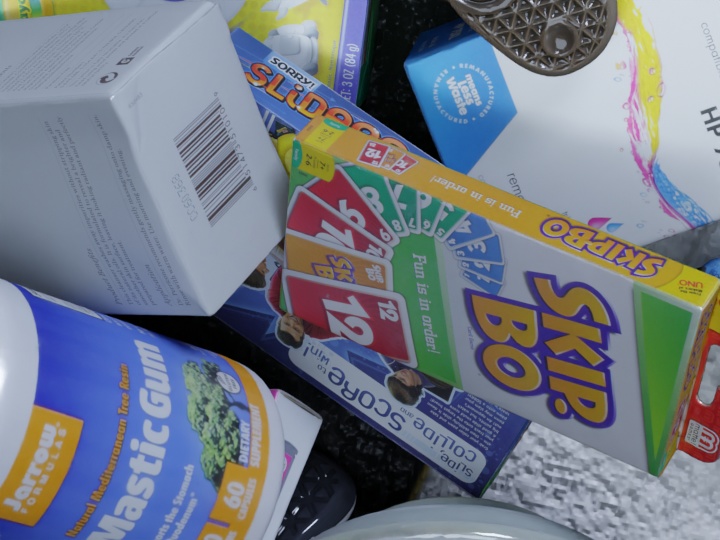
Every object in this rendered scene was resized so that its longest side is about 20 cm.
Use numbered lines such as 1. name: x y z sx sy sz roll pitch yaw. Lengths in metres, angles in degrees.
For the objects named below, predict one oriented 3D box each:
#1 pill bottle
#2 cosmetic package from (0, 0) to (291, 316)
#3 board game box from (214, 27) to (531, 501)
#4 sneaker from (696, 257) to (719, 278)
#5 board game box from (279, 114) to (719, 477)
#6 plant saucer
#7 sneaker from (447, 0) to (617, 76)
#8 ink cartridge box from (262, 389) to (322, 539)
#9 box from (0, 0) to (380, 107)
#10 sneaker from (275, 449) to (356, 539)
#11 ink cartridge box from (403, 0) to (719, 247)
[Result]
1. pill bottle: -0.139 0.065 0.894 0.200 0.112 0.112 21 112 -39
2. cosmetic package: -0.138 -0.046 0.945 0.200 0.081 0.113 3 127 37
3. board game box: 0.000 0.000 0.966 0.200 0.034 0.135 35 137 7
4. sneaker: 0.246 0.018 0.977 0.200 0.078 0.090 11 92 -1
5. board game box: 0.060 0.013 0.891 0.200 0.030 0.096 22 133 16
6. plant saucer: 0.047 0.151 1.012 0.200 0.050 0.200 4 145 3
7. sneaker: 0.042 -0.173 0.908 0.070 0.076 0.200 -34 97 16
8. ink cartridge box: -0.091 0.147 0.987 0.037 0.095 0.200 35 66 -35
9. box: -0.090 -0.144 0.981 0.200 0.048 0.118 9 107 7
10. sneaker: -0.079 0.165 1.061 0.200 0.072 0.083 -40 141 -1
11. ink cartridge box: 0.133 -0.080 0.955 0.200 0.067 0.116 -20 103 14
